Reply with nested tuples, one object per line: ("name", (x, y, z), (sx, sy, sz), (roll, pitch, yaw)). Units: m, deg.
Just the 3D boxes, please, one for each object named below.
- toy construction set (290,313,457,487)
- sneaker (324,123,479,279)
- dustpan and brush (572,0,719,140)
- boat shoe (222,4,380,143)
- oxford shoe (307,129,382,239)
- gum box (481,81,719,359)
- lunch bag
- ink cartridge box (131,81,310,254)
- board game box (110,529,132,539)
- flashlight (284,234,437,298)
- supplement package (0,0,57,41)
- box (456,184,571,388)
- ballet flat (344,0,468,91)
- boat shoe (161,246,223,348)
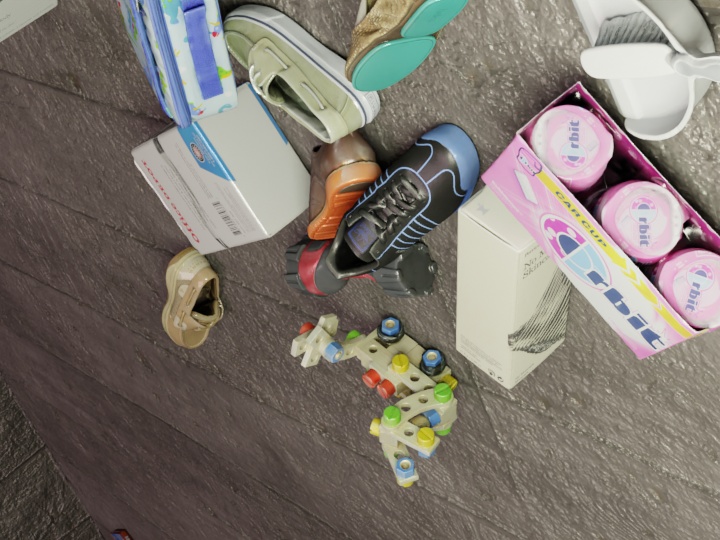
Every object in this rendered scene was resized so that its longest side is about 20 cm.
("toy construction set", (0.023, 0.119, 1.477), (0.200, 0.131, 0.092), (44, 155, 16))
("sneaker", (0.034, -0.052, 1.250), (0.070, 0.078, 0.200), (49, 144, 8))
("dustpan and brush", (0.195, -0.138, 0.897), (0.200, 0.057, 0.140), (10, 134, 56))
("boat shoe", (-0.069, -0.184, 1.292), (0.200, 0.062, 0.072), (35, 151, 35))
("oxford shoe", (-0.017, -0.084, 1.366), (0.200, 0.071, 0.073), (122, 136, -69))
("gum box", (0.188, -0.029, 1.037), (0.200, 0.066, 0.114), (49, 166, 3))
("lunch bag", (-0.179, -0.245, 1.326), (0.200, 0.082, 0.161), (81, 162, -48))
("ink cartridge box", (-0.148, -0.105, 1.517), (0.145, 0.084, 0.200), (57, 154, -12))
("board game box", (-0.532, 0.714, 3.432), (0.200, 0.019, 0.103), (54, 154, -6))
("flashlight", (0.000, 0.000, 1.437), (0.200, 0.067, 0.068), (7, 93, 53))
("supplement package", (-0.450, -0.369, 1.588), (0.151, 0.152, 0.200), (44, 155, 14))
("box", (0.131, 0.007, 1.193), (0.068, 0.082, 0.200), (38, 154, 27))
("ballet flat", (0.034, -0.204, 1.105), (0.200, 0.070, 0.066), (144, 114, -63))
("boat shoe", (-0.221, 0.052, 1.884), (0.064, 0.071, 0.200), (41, 153, 22))
